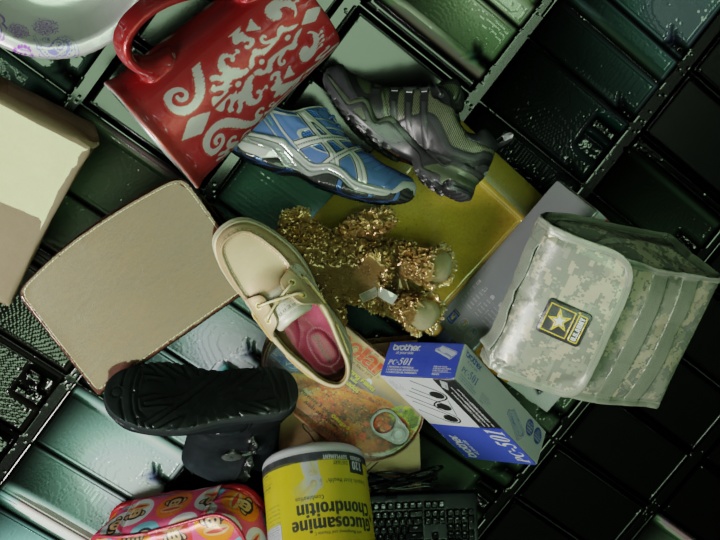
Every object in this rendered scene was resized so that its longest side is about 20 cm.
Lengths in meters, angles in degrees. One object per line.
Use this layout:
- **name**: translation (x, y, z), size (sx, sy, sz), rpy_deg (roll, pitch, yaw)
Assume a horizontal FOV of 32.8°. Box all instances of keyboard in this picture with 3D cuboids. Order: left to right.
- **keyboard**: translation (0.037, 0.269, 1.353), size (0.199, 0.040, 0.105), rpy_deg (0, 75, -14)

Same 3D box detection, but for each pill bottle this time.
- **pill bottle**: translation (-0.039, 0.287, 1.261), size (0.111, 0.112, 0.201), rpy_deg (-4, 65, -9)

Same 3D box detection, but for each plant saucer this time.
- **plant saucer**: translation (0.079, -0.050, 1.304), size (0.200, 0.048, 0.200), rpy_deg (40, 97, -19)

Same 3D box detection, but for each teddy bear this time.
- **teddy bear**: translation (0.000, 0.000, 1.250), size (0.199, 0.067, 0.146), rpy_deg (-2, 112, 2)

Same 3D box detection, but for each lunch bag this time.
- **lunch bag**: translation (-0.177, 0.328, 1.324), size (0.199, 0.082, 0.177), rpy_deg (-13, 110, 22)
- **lunch bag**: translation (0.229, 0.039, 1.208), size (0.199, 0.118, 0.165), rpy_deg (9, 114, -28)

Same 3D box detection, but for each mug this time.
- **mug**: translation (-0.128, -0.198, 1.155), size (0.200, 0.178, 0.134), rpy_deg (-41, 80, -5)

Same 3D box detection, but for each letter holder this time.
- **letter holder**: translation (-0.226, 0.001, 1.238), size (0.200, 0.101, 0.142), rpy_deg (-35, 108, 2)

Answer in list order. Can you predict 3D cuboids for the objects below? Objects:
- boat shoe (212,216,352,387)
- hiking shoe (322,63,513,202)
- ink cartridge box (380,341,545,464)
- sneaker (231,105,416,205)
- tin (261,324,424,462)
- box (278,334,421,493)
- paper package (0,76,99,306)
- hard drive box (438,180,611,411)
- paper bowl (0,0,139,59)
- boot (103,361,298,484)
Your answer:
- **boat shoe**: translation (-0.068, 0.034, 1.185), size (0.074, 0.069, 0.200), rpy_deg (-38, 112, 3)
- **hiking shoe**: translation (0.055, -0.158, 1.233), size (0.200, 0.076, 0.101), rpy_deg (38, 86, 11)
- **ink cartridge box**: translation (0.112, 0.143, 1.306), size (0.200, 0.094, 0.044), rpy_deg (46, 54, -43)
- **sneaker**: translation (-0.034, -0.122, 1.231), size (0.199, 0.076, 0.077), rpy_deg (22, 86, 0)
- **tin**: translation (-0.019, 0.124, 1.322), size (0.200, 0.042, 0.112), rpy_deg (41, 99, -18)
- **box**: translation (-0.013, 0.174, 1.369), size (0.163, 0.021, 0.201), rpy_deg (-4, 107, -10)
- **paper package**: translation (-0.383, -0.096, 1.176), size (0.199, 0.103, 0.191), rpy_deg (27, 100, -18)
- **hard drive box**: translation (0.206, 0.030, 1.313), size (0.156, 0.077, 0.200), rpy_deg (35, 99, -38)
- **paper bowl**: translation (-0.286, -0.302, 1.129), size (0.200, 0.104, 0.202), rpy_deg (-3, 107, -10)
- **boot**: translation (-0.170, 0.166, 1.266), size (0.199, 0.077, 0.168), rpy_deg (-1, 145, -18)
